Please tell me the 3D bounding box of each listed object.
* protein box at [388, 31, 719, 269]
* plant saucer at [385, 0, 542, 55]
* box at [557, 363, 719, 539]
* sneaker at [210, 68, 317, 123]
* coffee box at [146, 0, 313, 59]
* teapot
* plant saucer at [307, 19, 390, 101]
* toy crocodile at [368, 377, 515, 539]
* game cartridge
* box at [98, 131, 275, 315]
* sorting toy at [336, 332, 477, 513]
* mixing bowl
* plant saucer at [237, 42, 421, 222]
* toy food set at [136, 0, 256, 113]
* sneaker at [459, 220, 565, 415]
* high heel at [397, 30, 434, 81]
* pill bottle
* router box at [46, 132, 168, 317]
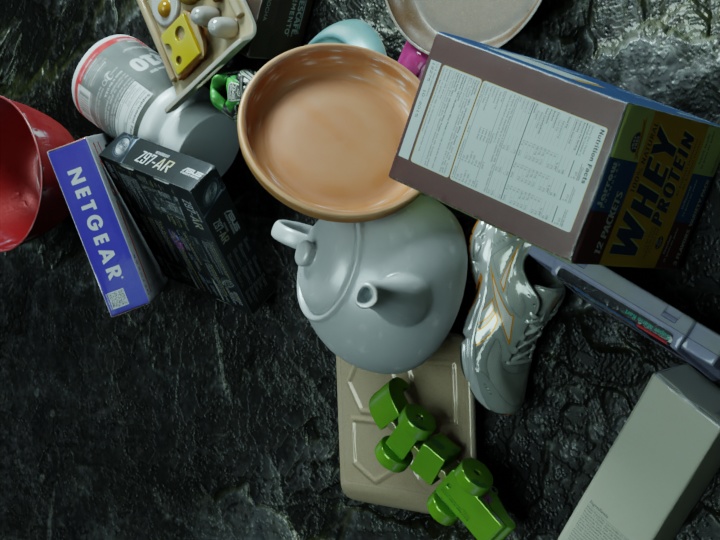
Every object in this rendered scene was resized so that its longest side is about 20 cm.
[{"bbox_3d":[0.174,-0.102,1.192,0.199,0.198,0.136,28,106,35],"label":"protein box"},{"bbox_3d":[0.109,-0.302,1.330,0.199,0.032,0.202,-2,86,36],"label":"plant saucer"},{"bbox_3d":[0.264,0.189,1.241,0.082,0.068,0.201,41,119,29],"label":"box"},{"bbox_3d":[-0.094,-0.169,1.434,0.200,0.085,0.079,15,96,56],"label":"sneaker"},{"bbox_3d":[-0.149,-0.322,1.533,0.200,0.080,0.114,32,114,34],"label":"coffee box"},{"bbox_3d":[0.000,0.000,1.349,0.200,0.145,0.198,-41,40,47],"label":"teapot"},{"bbox_3d":[-0.036,-0.168,1.445,0.200,0.027,0.202,-16,70,54],"label":"plant saucer"},{"bbox_3d":[0.080,0.192,1.374,0.200,0.062,0.068,45,124,19],"label":"toy crocodile"},{"bbox_3d":[0.247,0.038,1.199,0.200,0.129,0.039,34,96,34],"label":"game cartridge"},{"bbox_3d":[-0.196,-0.052,1.554,0.160,0.044,0.201,21,147,38],"label":"box"},{"bbox_3d":[0.051,0.157,1.450,0.184,0.036,0.201,2,101,41],"label":"sorting toy"},{"bbox_3d":[-0.433,-0.127,1.786,0.199,0.108,0.202,5,98,40],"label":"mixing bowl"},{"bbox_3d":[-0.020,-0.128,1.314,0.201,0.199,0.038,57,158,21],"label":"plant saucer"},{"bbox_3d":[-0.204,-0.291,1.491,0.143,0.060,0.201,-36,70,37],"label":"toy food set"},{"bbox_3d":[0.152,0.043,1.314,0.092,0.075,0.201,7,100,44],"label":"sneaker"},{"bbox_3d":[0.032,-0.149,1.412,0.200,0.067,0.096,-58,46,36],"label":"high heel"},{"bbox_3d":[-0.237,-0.186,1.605,0.200,0.114,0.114,36,117,32],"label":"pill bottle"},{"bbox_3d":[-0.292,-0.059,1.605,0.049,0.180,0.201,-20,97,1],"label":"router box"}]
